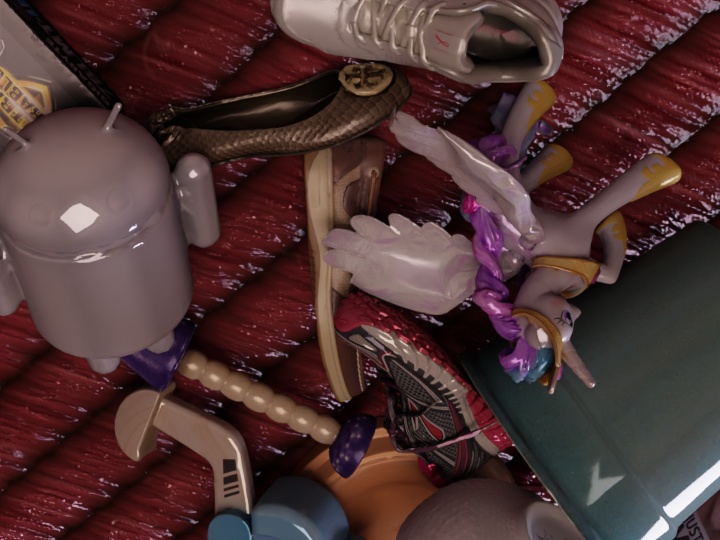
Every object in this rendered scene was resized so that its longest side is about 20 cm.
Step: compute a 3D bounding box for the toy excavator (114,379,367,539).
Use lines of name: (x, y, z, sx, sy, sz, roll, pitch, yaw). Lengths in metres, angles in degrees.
toy excavator: (-0.081, 0.182, 0.951, 0.193, 0.100, 0.202, -1, 99, 14)

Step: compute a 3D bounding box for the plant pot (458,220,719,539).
plant pot: (0.204, 0.080, 0.888, 0.196, 0.200, 0.200, -38, 110, 4)

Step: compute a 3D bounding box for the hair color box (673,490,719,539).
hair color box: (0.307, 0.199, 0.984, 0.060, 0.100, 0.200, 35, 107, -15)

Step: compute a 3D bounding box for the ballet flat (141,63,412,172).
ballet flat: (-0.064, -0.106, 0.855, 0.199, 0.068, 0.047, -14, 122, 10)

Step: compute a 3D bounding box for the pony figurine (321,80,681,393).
pony figurine: (0.096, -0.033, 0.821, 0.192, 0.200, 0.167, 32, 143, 3)

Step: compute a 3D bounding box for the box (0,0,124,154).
box: (-0.297, -0.115, 0.849, 0.198, 0.050, 0.200, -38, 110, 12)

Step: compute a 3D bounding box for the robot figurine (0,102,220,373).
robot figurine: (-0.173, -0.023, 0.824, 0.169, 0.113, 0.201, -23, 139, -17)

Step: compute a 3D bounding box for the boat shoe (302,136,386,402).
boat shoe: (0.000, 0.000, 0.902, 0.071, 0.072, 0.201, -5, 110, -2)

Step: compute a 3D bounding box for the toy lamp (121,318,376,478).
toy lamp: (-0.087, 0.088, 0.935, 0.199, 0.058, 0.058, 29, 109, -7)

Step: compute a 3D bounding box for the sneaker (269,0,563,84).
sneaker: (0.041, -0.162, 0.814, 0.198, 0.100, 0.078, 5, 113, -5)

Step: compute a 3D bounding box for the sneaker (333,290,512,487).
sneaker: (0.041, 0.090, 0.894, 0.075, 0.081, 0.200, -40, 129, 2)

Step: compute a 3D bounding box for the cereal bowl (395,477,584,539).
cereal bowl: (0.123, 0.226, 0.894, 0.200, 0.200, 0.083, 36, 116, -16)

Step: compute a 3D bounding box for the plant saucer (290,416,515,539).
plant saucer: (0.032, 0.210, 1.014, 0.199, 0.032, 0.202, -1, 114, -2)
